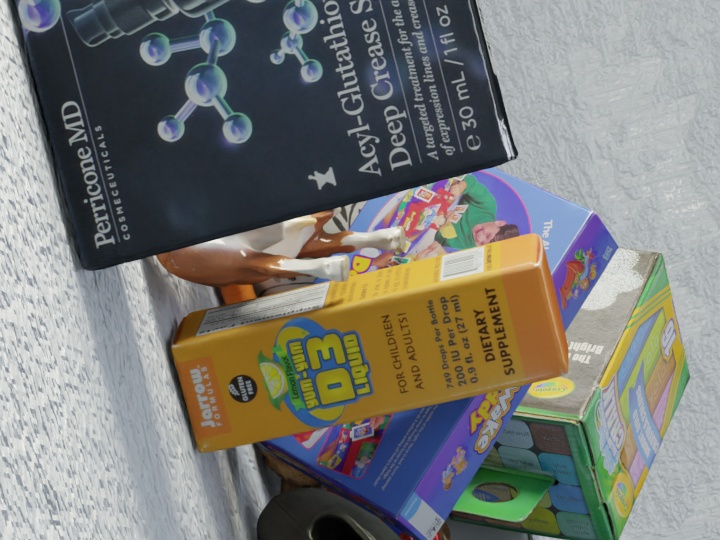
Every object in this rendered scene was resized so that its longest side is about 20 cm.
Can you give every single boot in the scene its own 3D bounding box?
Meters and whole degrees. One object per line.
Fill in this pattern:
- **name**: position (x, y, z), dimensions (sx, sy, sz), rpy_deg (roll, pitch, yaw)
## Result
- **boot**: position (0.001, 0.158, 1.198), dimensions (0.200, 0.068, 0.131), rpy_deg (41, -12, 37)

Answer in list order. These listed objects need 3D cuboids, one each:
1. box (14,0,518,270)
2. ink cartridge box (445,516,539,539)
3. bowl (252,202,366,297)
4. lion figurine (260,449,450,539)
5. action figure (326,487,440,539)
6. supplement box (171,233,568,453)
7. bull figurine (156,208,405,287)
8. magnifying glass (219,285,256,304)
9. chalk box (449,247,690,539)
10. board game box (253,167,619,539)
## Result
- **box**: position (-0.041, -0.097, 1.025), dimensions (0.107, 0.199, 0.149), rpy_deg (-38, 113, -83)
- **ink cartridge box**: position (0.061, 0.229, 1.579), dimensions (0.200, 0.145, 0.083), rpy_deg (68, 9, -61)
- **bowl**: position (0.000, 0.000, 1.411), dimensions (0.201, 0.199, 0.095), rpy_deg (58, 38, -74)
- **lion figurine**: position (-0.005, 0.122, 1.416), dimensions (0.200, 0.072, 0.123), rpy_deg (37, 42, -59)
- **action figure**: position (0.028, 0.174, 1.329), dimensions (0.201, 0.065, 0.052), rpy_deg (62, 37, -21)
- **supplement box**: position (0.005, 0.039, 1.173), dimensions (0.069, 0.199, 0.067), rpy_deg (-71, 146, -73)
- **bull figurine**: position (-0.046, -0.029, 1.223), dimensions (0.200, 0.121, 0.066), rpy_deg (-40, 127, -70)
- **magnifying glass**: position (-0.092, -0.044, 1.336), dimensions (0.080, 0.022, 0.201), rpy_deg (-96, 171, -59)
- **chalk box**: position (0.117, 0.092, 1.451), dimensions (0.200, 0.124, 0.124), rpy_deg (-59, 144, -36)
- **board game box**: position (0.034, 0.035, 1.258), dimensions (0.134, 0.201, 0.045), rpy_deg (27, -12, 35)
